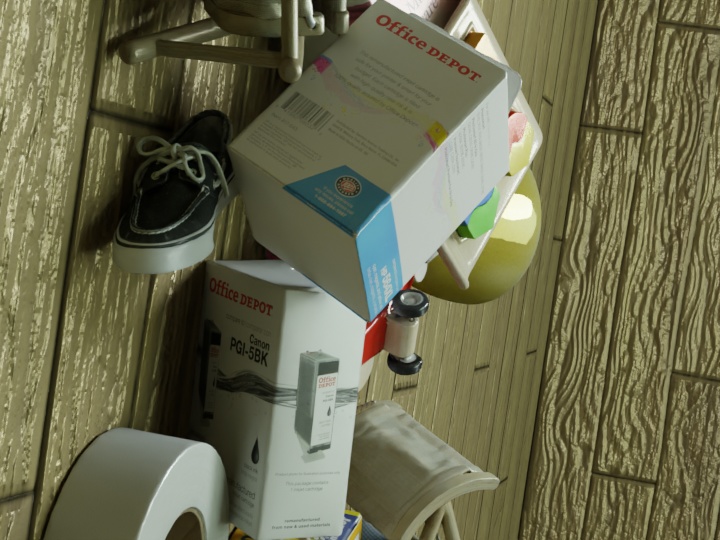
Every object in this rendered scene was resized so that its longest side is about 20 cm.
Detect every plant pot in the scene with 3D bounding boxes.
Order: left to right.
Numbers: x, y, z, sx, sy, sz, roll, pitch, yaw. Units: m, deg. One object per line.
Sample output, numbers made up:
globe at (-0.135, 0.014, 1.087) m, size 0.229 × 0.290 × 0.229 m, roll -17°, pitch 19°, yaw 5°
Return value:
plant pot at (0.083, -0.062, 1.670) m, size 0.141 × 0.199 × 0.202 m, roll 1°, pitch 99°, yaw -49°

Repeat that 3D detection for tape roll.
tape roll at (-0.164, 0.221, 1.089) m, size 0.202 × 0.070 × 0.205 m, roll 9°, pitch 90°, yaw -75°

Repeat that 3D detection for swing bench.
swing bench at (-0.071, -0.258, 1.025) m, size 0.200 × 0.128 × 0.201 m, roll -53°, pitch 148°, yaw -61°
swing bench at (0.030, 0.267, 1.537) m, size 0.129 × 0.199 × 0.202 m, roll -8°, pitch 112°, yaw -29°

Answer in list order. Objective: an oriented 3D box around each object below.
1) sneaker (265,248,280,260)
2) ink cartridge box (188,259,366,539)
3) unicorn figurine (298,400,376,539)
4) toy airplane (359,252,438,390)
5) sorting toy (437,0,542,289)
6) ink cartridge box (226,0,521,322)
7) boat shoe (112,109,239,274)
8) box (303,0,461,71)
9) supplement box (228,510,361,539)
sneaker at (-0.033, -0.080, 1.405) m, size 0.087 × 0.073 × 0.202 m, roll 46°, pitch 59°, yaw -71°
ink cartridge box at (-0.072, 0.099, 1.202) m, size 0.082 × 0.146 × 0.202 m, roll 2°, pitch 97°, yaw -32°
unicorn figurine at (-0.066, 0.182, 1.323) m, size 0.073 × 0.199 × 0.139 m, roll -7°, pitch 94°, yaw -33°
toy airplane at (0.000, 0.000, 1.310) m, size 0.199 × 0.140 × 0.202 m, roll 64°, pitch 35°, yaw -78°
sorting toy at (0.097, -0.114, 1.293) m, size 0.186 × 0.036 × 0.201 m, roll 56°, pitch 51°, yaw -41°
ink cartridge box at (0.020, -0.091, 1.114) m, size 0.200 × 0.128 × 0.126 m, roll -45°, pitch 154°, yaw -20°
boat shoe at (-0.127, -0.062, 1.061) m, size 0.200 × 0.073 × 0.069 m, roll -58°, pitch 150°, yaw -60°
box at (0.014, -0.226, 1.287) m, size 0.128 × 0.108 × 0.201 m, roll -57°, pitch 138°, yaw -30°
supplement box at (-0.067, 0.337, 1.437) m, size 0.109 × 0.108 × 0.202 m, roll -52°, pitch 148°, yaw -61°
